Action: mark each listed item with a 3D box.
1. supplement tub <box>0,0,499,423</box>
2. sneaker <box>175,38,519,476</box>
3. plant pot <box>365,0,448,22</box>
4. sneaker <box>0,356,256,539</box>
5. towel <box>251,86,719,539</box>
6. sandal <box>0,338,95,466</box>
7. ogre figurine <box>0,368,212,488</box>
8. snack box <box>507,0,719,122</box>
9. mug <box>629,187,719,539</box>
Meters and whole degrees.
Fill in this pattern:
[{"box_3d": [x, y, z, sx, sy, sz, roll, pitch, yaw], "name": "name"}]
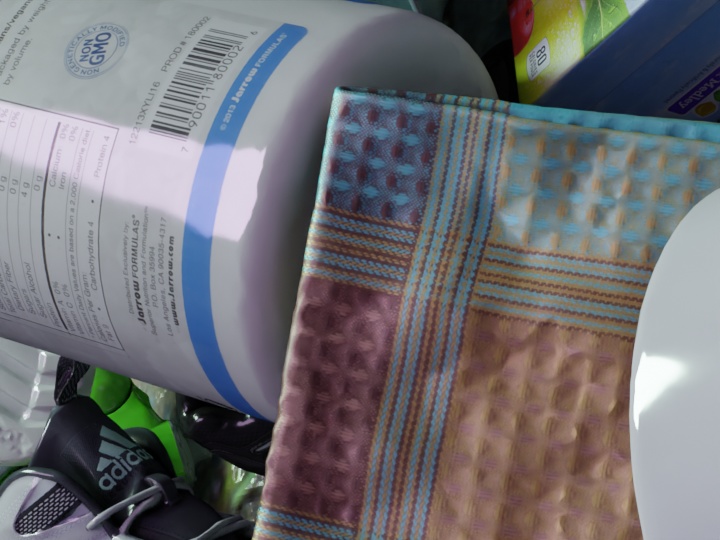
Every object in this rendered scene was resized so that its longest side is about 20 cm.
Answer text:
[{"box_3d": [-0.067, -0.032, 0.749, 0.200, 0.132, 0.132, 15, 90, 34], "name": "supplement tub"}, {"box_3d": [0.000, 0.000, 0.817, 0.200, 0.090, 0.066, -57, 35, 28], "name": "sneaker"}, {"box_3d": [-0.041, -0.163, 0.781, 0.200, 0.200, 0.134, -4, 56, 58], "name": "plant pot"}, {"box_3d": [-0.067, 0.089, 0.817, 0.200, 0.078, 0.140, -17, 91, 28], "name": "sneaker"}, {"box_3d": [0.076, 0.032, 0.615, 0.200, 0.022, 0.147, 8, 83, 15], "name": "towel"}, {"box_3d": [-0.118, -0.026, 0.922, 0.050, 0.082, 0.203, 2, -73, -80], "name": "sandal"}, {"box_3d": [-0.147, 0.104, 0.957, 0.200, 0.120, 0.098, -50, -18, -42], "name": "ogre figurine"}, {"box_3d": [0.110, -0.163, 0.729, 0.169, 0.068, 0.200, -40, 46, 46], "name": "snack box"}, {"box_3d": [0.176, 0.012, 0.486, 0.175, 0.148, 0.200, -18, 32, 41], "name": "mug"}]
